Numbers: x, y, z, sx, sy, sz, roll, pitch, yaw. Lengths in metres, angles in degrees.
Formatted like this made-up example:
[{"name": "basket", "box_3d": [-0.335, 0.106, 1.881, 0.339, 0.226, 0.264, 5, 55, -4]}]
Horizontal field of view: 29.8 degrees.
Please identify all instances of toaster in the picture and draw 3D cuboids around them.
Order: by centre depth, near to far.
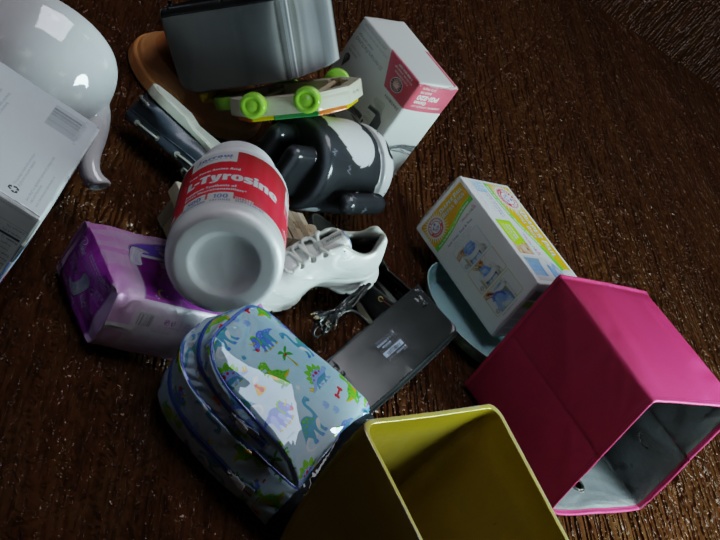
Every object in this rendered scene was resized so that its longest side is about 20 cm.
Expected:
[{"name": "toaster", "box_3d": [-0.127, -0.306, 1.720, 0.181, 0.200, 0.119, -46, 128, -65]}]

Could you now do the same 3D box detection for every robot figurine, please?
[{"name": "robot figurine", "box_3d": [-0.045, -0.136, 1.711, 0.200, 0.125, 0.151, 2, 80, -50]}]

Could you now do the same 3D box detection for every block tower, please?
[{"name": "block tower", "box_3d": [-0.137, -0.045, 1.536, 0.200, 0.058, 0.054, 14, 36, -44]}]

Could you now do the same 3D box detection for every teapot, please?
[{"name": "teapot", "box_3d": [-0.357, -0.187, 1.376, 0.146, 0.200, 0.197, -66, 148, -25]}]

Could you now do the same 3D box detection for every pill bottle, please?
[{"name": "pill bottle", "box_3d": [-0.127, -0.051, 1.328, 0.112, 0.112, 0.200, 31, 23, -16]}]

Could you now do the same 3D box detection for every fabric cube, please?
[{"name": "fabric cube", "box_3d": [0.285, 0.151, 1.616, 0.196, 0.200, 0.199, 8, 38, -45]}]

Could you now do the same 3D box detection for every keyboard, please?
[{"name": "keyboard", "box_3d": [0.017, 0.073, 1.523, 0.127, 0.021, 0.200, 48, 45, 5]}]

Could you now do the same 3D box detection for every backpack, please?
[{"name": "backpack", "box_3d": [-0.089, 0.130, 1.251, 0.200, 0.154, 0.163, 34, 44, 16]}]

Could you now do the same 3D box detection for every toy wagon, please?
[{"name": "toy wagon", "box_3d": [-0.101, -0.215, 1.681, 0.155, 0.200, 0.040, -50, 134, -68]}]

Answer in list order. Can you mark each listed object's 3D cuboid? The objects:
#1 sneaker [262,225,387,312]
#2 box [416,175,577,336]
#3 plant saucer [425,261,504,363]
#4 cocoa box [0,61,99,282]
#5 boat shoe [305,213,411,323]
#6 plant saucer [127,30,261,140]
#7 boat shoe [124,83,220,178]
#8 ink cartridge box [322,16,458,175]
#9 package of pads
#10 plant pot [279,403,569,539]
[{"name": "sneaker", "box_3d": [-0.058, -0.012, 1.521, 0.200, 0.087, 0.075, -15, 60, -34]}, {"name": "box", "box_3d": [0.183, -0.017, 1.791, 0.112, 0.101, 0.200, 6, 42, -48]}, {"name": "plant saucer", "box_3d": [0.161, 0.068, 1.774, 0.200, 0.027, 0.200, 31, 28, -18]}, {"name": "cocoa box", "box_3d": [-0.348, -0.081, 1.233, 0.133, 0.131, 0.200, 33, 27, -13]}, {"name": "boat shoe", "box_3d": [0.002, 0.000, 1.639, 0.201, 0.063, 0.074, 48, 30, 19]}, {"name": "plant saucer", "box_3d": [-0.210, -0.251, 1.780, 0.200, 0.037, 0.200, 30, 28, -18]}, {"name": "boat shoe", "box_3d": [-0.191, -0.128, 1.583, 0.200, 0.062, 0.075, 45, 10, -9]}, {"name": "ink cartridge box", "box_3d": [0.016, -0.222, 1.841, 0.085, 0.200, 0.146, -3, 48, -46]}, {"name": "package of pads", "box_3d": [-0.188, 0.029, 1.330, 0.200, 0.076, 0.121, 15, 31, -41]}, {"name": "plant pot", "box_3d": [0.048, 0.251, 1.159, 0.200, 0.176, 0.200, 0, 55, -52]}]
